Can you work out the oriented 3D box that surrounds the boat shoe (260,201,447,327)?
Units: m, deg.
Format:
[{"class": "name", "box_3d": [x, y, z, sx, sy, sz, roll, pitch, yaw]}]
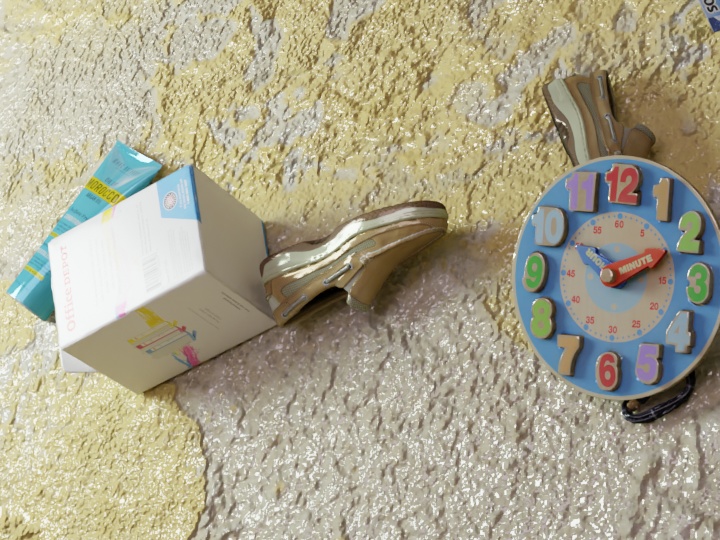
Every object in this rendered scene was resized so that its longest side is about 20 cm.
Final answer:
[{"class": "boat shoe", "box_3d": [0.000, 0.000, 1.899, 0.199, 0.071, 0.077, -24, 68, 33]}]

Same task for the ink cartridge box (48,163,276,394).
[{"class": "ink cartridge box", "box_3d": [-0.200, 0.016, 1.993, 0.199, 0.125, 0.129, -27, 53, 22]}]

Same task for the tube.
[{"class": "tube", "box_3d": [-0.286, -0.041, 2.145, 0.077, 0.050, 0.201, 31, 81, 34]}]

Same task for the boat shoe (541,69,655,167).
[{"class": "boat shoe", "box_3d": [0.220, -0.101, 1.799, 0.076, 0.072, 0.201, -22, 55, 5]}]

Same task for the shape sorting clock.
[{"class": "shape sorting clock", "box_3d": [0.210, 0.006, 1.704, 0.199, 0.039, 0.202, -4, 83, 35]}]

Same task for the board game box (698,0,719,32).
[{"class": "board game box", "box_3d": [0.323, -0.305, 1.744, 0.135, 0.201, 0.035, -13, 34, 30]}]

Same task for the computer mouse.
[{"class": "computer mouse", "box_3d": [0.278, 0.043, 1.699, 0.200, 0.034, 0.059, -53, 49, 1]}]
